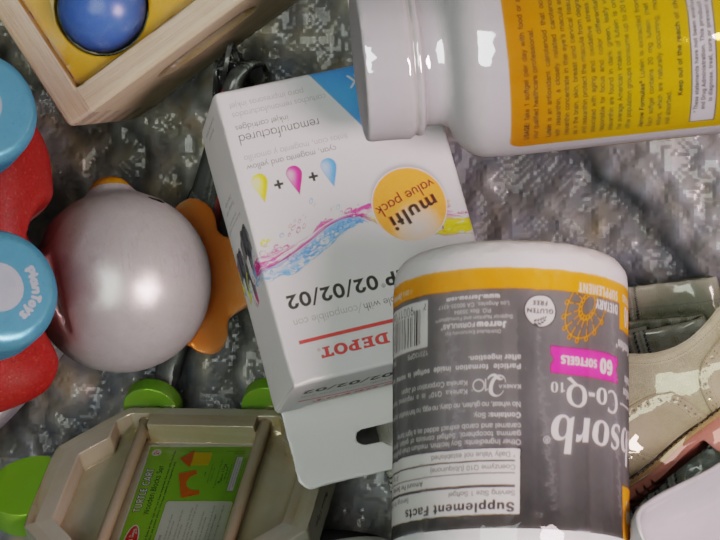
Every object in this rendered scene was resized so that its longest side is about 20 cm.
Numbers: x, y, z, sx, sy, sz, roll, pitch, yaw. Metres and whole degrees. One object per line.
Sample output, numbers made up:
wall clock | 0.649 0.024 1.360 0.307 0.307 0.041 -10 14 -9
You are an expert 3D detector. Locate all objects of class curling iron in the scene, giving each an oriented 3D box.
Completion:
curling iron | -0.082 -0.026 1.570 0.026 0.050 0.200 16 104 15

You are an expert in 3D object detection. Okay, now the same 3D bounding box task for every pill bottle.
pill bottle | 0.097 -0.115 1.444 0.200 0.111 0.111 -6 93 -4
pill bottle | 0.072 0.093 1.387 0.116 0.116 0.200 -3 77 16

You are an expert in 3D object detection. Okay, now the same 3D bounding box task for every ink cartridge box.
ink cartridge box | 0.000 0.000 1.491 0.115 0.068 0.200 -13 78 -13

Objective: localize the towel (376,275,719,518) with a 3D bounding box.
towel | 0.108 0.108 1.530 0.192 0.035 0.200 -9 92 16

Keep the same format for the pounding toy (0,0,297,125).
pounding toy | -0.115 -0.207 1.508 0.200 0.142 0.184 -35 86 16

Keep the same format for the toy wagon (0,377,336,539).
toy wagon | -0.116 0.120 1.533 0.200 0.155 0.040 -1 128 15

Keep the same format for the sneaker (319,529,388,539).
sneaker | -0.079 0.142 1.562 0.200 0.072 0.083 -5 64 9

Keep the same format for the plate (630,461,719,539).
plate | 0.212 0.185 1.430 0.032 0.199 0.200 -28 87 35

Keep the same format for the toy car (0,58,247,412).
toy car | -0.150 -0.013 1.504 0.200 0.184 0.177 -1 74 -25

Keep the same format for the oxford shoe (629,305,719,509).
oxford shoe | 0.132 0.082 1.480 0.200 0.071 0.074 -33 83 4

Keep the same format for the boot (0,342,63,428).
boot | -0.247 0.066 1.604 0.096 0.074 0.200 45 106 1
